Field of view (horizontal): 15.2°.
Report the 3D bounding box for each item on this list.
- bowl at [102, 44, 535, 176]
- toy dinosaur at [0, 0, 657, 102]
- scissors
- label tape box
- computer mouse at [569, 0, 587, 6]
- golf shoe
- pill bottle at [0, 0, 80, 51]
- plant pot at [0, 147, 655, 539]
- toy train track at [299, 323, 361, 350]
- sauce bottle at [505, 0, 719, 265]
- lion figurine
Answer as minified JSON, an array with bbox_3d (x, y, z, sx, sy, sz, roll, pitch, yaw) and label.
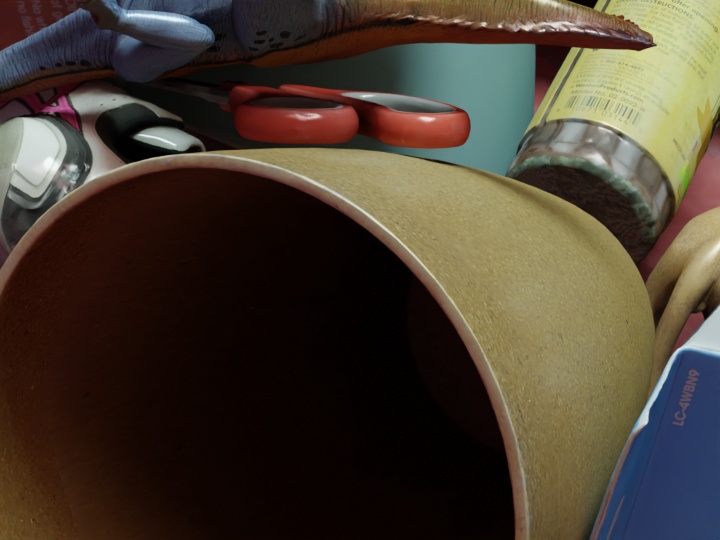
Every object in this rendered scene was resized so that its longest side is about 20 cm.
[{"bbox_3d":[-0.014,-0.114,1.027,0.200,0.106,0.201,17,17,-5],"label":"bowl"},{"bbox_3d":[-0.048,-0.073,0.805,0.200,0.181,0.105,46,31,-10],"label":"toy dinosaur"},{"bbox_3d":[-0.029,-0.055,0.885,0.073,0.014,0.200,-3,9,-21],"label":"scissors"},{"bbox_3d":[0.131,0.065,0.845,0.066,0.144,0.200,25,36,17],"label":"label tape box"},{"bbox_3d":[-0.003,-0.143,1.174,0.199,0.044,0.110,-7,41,-28],"label":"computer mouse"},{"bbox_3d":[-0.096,-0.029,0.915,0.091,0.073,0.200,-3,13,1],"label":"golf shoe"},{"bbox_3d":[-0.062,-0.124,0.898,0.199,0.113,0.112,-2,33,11],"label":"pill bottle"},{"bbox_3d":[0.011,0.038,0.832,0.186,0.187,0.200,29,26,21],"label":"plant pot"},{"bbox_3d":[0.000,0.000,0.987,0.199,0.033,0.115,-6,38,-27],"label":"toy train track"},{"bbox_3d":[0.117,-0.086,1.026,0.064,0.065,0.200,22,53,12],"label":"sauce bottle"},{"bbox_3d":[0.146,-0.009,0.972,0.072,0.123,0.200,23,36,13],"label":"lion figurine"}]
